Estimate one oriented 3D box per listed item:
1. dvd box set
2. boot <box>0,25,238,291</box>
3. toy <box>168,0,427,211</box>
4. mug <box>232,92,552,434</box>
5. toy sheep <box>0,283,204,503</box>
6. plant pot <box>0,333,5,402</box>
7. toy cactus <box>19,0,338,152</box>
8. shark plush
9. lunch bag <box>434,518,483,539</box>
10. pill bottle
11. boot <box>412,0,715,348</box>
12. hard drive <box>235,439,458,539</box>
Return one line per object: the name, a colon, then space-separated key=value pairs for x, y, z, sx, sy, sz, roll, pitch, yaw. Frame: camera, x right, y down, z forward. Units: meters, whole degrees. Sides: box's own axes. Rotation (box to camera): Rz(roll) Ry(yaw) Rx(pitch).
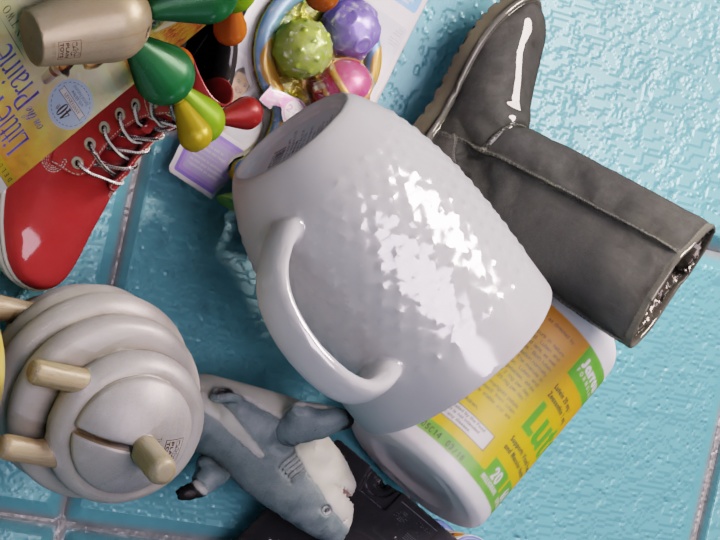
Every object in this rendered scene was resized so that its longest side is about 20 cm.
dvd box set: x=-0.153 y=-0.143 z=1.473 sx=0.200 sy=0.029 sz=0.146 roll=-40 pitch=151 yaw=-10
boot: x=-0.142 y=-0.073 z=1.592 sx=0.072 sy=0.144 sz=0.200 roll=17 pitch=92 yaw=-43
toy: x=-0.028 y=-0.122 z=1.714 sx=0.115 sy=0.047 sz=0.200 roll=33 pitch=81 yaw=-32
mug: x=0.000 y=0.000 z=1.629 sx=0.175 sy=0.147 sz=0.200 roll=53 pitch=35 yaw=-16
toy sheep: x=-0.158 y=0.073 z=1.581 sx=0.138 sy=0.200 sz=0.138 roll=-14 pitch=125 yaw=-21
plant pot: x=-0.309 y=0.048 z=1.499 sx=0.189 sy=0.200 sz=0.201 roll=19 pitch=87 yaw=-48
toy cactus: x=-0.098 y=-0.134 z=1.445 sx=0.165 sy=0.102 sz=0.200 roll=-17 pitch=149 yaw=-26
shark plush: x=-0.089 y=0.109 z=1.688 sx=0.200 sy=0.091 sz=0.084 roll=17 pitch=85 yaw=-29
lunch bag: x=0.033 y=0.278 z=1.799 sx=0.200 sy=0.076 sz=0.160 roll=-43 pitch=119 yaw=-19
pill bottle: x=0.096 y=0.060 z=1.772 sx=0.200 sy=0.111 sz=0.111 roll=-48 pitch=118 yaw=-16
boot: x=0.137 y=-0.068 z=1.734 sx=0.182 sy=0.200 sz=0.073 roll=-60 pitch=154 yaw=-8
hard drive: x=-0.032 y=0.222 z=1.720 sx=0.200 sy=0.140 sz=0.038 roll=-45 pitch=157 yaw=-19
